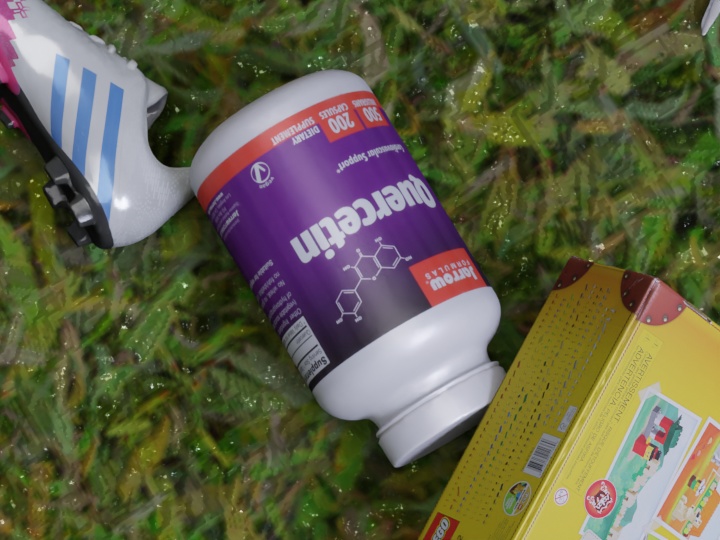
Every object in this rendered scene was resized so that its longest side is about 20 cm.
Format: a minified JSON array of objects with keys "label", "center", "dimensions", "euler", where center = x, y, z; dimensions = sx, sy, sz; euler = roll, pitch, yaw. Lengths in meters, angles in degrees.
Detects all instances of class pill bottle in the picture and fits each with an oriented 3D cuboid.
[{"label":"pill bottle","center":[0.000,0.000,1.151],"dimensions":[0.112,0.112,0.200],"euler":[-31,80,-4]}]

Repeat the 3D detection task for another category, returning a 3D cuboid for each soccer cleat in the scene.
[{"label":"soccer cleat","center":[-0.162,-0.106,1.208],"dimensions":[0.086,0.070,0.200],"euler":[-28,81,-19]}]

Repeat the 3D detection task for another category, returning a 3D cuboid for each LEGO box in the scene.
[{"label":"LEGO box","center":[0.132,0.117,1.105],"dimensions":[0.149,0.077,0.200],"euler":[35,80,-31]}]

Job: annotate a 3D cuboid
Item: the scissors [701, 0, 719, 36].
[{"label":"scissors","center":[0.247,-0.223,1.233],"dimensions":[0.073,0.014,0.200],"euler":[13,78,3]}]
